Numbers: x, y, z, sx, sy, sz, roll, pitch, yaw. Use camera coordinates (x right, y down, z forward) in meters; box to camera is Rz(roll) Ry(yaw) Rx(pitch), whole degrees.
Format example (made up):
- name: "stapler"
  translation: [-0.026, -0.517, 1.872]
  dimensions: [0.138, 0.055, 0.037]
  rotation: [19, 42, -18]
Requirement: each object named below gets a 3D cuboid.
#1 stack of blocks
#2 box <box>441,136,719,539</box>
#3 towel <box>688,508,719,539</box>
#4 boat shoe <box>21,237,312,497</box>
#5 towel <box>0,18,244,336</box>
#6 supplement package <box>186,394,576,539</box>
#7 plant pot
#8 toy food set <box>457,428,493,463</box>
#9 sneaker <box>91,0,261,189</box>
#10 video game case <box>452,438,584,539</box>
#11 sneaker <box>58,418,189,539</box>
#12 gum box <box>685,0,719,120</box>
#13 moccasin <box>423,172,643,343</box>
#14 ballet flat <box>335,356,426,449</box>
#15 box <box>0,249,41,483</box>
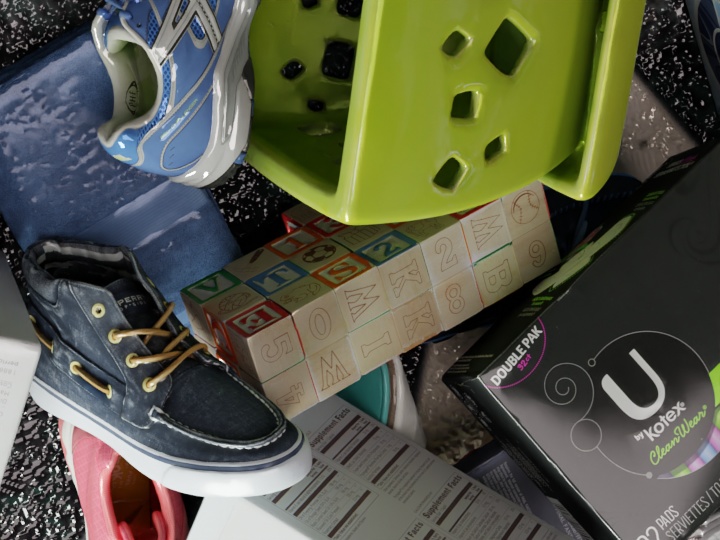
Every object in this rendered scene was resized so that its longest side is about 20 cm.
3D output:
- name: "stack of blocks"
  translation: [0.000, 0.000, 1.115]
  dimensions: [0.199, 0.115, 0.059]
  rotation: [-29, 119, -21]
- name: "box"
  translation: [0.172, 0.046, 1.104]
  dimensions: [0.200, 0.124, 0.149]
  rotation: [-43, 93, -7]
- name: "towel"
  translation: [0.242, 0.162, 1.238]
  dimensions: [0.199, 0.032, 0.192]
  rotation: [-24, 157, -28]
- name: "boat shoe"
  translation: [-0.111, 0.049, 1.032]
  dimensions: [0.071, 0.199, 0.092]
  rotation: [-31, 129, -42]
- name: "towel"
  translation: [-0.144, -0.038, 1.112]
  dimensions: [0.111, 0.049, 0.201]
  rotation: [-30, 117, -6]
- name: "supplement package"
  translation: [0.002, 0.198, 1.117]
  dimensions: [0.199, 0.151, 0.153]
  rotation: [30, 116, 11]
- name: "plant pot"
  translation: [0.043, -0.144, 1.058]
  dimensions: [0.180, 0.199, 0.202]
  rotation: [-1, 109, -25]
- name: "toy food set"
  translation: [0.154, 0.123, 1.265]
  dimensions: [0.197, 0.049, 0.201]
  rotation: [-36, 122, -4]
- name: "sneaker"
  translation: [-0.098, -0.147, 1.041]
  dimensions: [0.076, 0.075, 0.203]
  rotation: [4, 84, -40]
- name: "video game case"
  translation: [0.158, 0.132, 1.232]
  dimensions: [0.199, 0.019, 0.144]
  rotation: [-32, 121, -7]
- name: "sneaker"
  translation: [-0.135, 0.168, 1.169]
  dimensions: [0.073, 0.087, 0.202]
  rotation: [-18, 114, -10]
- name: "gum box"
  translation: [0.251, -0.124, 1.144]
  dimensions: [0.044, 0.170, 0.202]
  rotation: [-24, 116, -7]
- name: "moccasin"
  translation: [0.102, 0.005, 1.197]
  dimensions: [0.199, 0.068, 0.081]
  rotation: [-26, 115, -10]
- name: "ballet flat"
  translation: [0.007, 0.129, 1.223]
  dimensions: [0.069, 0.070, 0.202]
  rotation: [5, 112, -20]
- name: "box"
  translation: [-0.261, 0.093, 1.063]
  dimensions: [0.105, 0.152, 0.202]
  rotation: [14, 104, -23]
